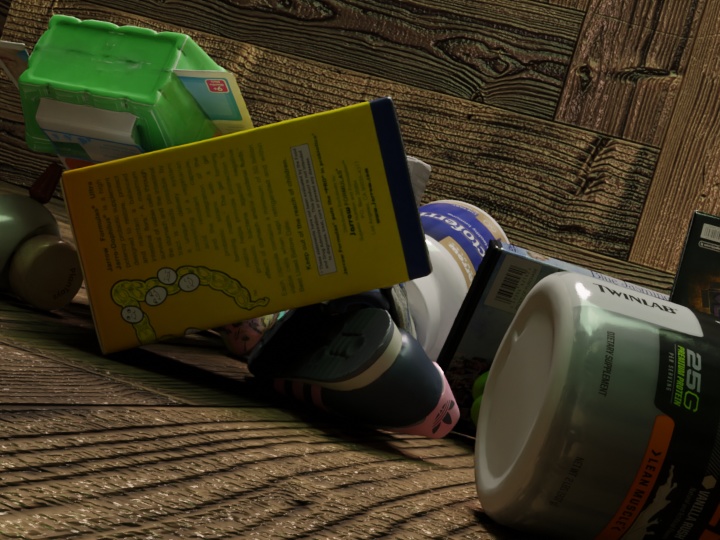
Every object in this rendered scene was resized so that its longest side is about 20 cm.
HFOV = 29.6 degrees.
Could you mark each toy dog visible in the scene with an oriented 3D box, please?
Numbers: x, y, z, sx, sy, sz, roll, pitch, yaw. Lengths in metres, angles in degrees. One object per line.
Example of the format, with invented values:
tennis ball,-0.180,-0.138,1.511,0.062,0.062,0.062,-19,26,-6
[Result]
toy dog,-0.263,-0.039,0.892,0.131,0.097,0.200,17,0,24

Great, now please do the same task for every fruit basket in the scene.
fruit basket,-0.152,-0.083,0.962,0.184,0.094,0.200,12,-33,17

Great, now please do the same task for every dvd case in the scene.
dvd case,0.154,0.070,0.942,0.199,0.143,0.018,17,25,-13

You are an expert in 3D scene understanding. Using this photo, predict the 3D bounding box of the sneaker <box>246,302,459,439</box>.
sneaker,-0.009,0.068,0.844,0.082,0.070,0.200,44,-12,-18

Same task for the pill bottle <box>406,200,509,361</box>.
pill bottle,0.043,0.015,1.083,0.115,0.116,0.200,17,18,18

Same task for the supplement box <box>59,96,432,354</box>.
supplement box,-0.068,-0.027,0.837,0.199,0.110,0.109,-13,3,-3

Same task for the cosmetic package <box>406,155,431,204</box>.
cosmetic package,-0.006,-0.017,1.290,0.090,0.201,0.107,15,3,10

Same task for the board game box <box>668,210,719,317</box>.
board game box,0.286,0.053,0.845,0.199,0.136,0.028,17,-16,11

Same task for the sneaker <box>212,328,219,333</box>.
sneaker,-0.141,0.007,1.082,0.115,0.076,0.200,15,-1,-9

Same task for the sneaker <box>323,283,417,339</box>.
sneaker,0.000,0.000,0.934,0.077,0.201,0.085,-15,8,7

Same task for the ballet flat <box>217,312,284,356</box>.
ballet flat,-0.088,-0.012,1.071,0.071,0.069,0.200,46,29,-21

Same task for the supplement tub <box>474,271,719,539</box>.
supplement tub,0.164,0.084,0.641,0.199,0.123,0.123,16,1,-9

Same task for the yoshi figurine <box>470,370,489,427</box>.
yoshi figurine,0.175,0.095,0.893,0.199,0.113,0.112,14,8,-9
